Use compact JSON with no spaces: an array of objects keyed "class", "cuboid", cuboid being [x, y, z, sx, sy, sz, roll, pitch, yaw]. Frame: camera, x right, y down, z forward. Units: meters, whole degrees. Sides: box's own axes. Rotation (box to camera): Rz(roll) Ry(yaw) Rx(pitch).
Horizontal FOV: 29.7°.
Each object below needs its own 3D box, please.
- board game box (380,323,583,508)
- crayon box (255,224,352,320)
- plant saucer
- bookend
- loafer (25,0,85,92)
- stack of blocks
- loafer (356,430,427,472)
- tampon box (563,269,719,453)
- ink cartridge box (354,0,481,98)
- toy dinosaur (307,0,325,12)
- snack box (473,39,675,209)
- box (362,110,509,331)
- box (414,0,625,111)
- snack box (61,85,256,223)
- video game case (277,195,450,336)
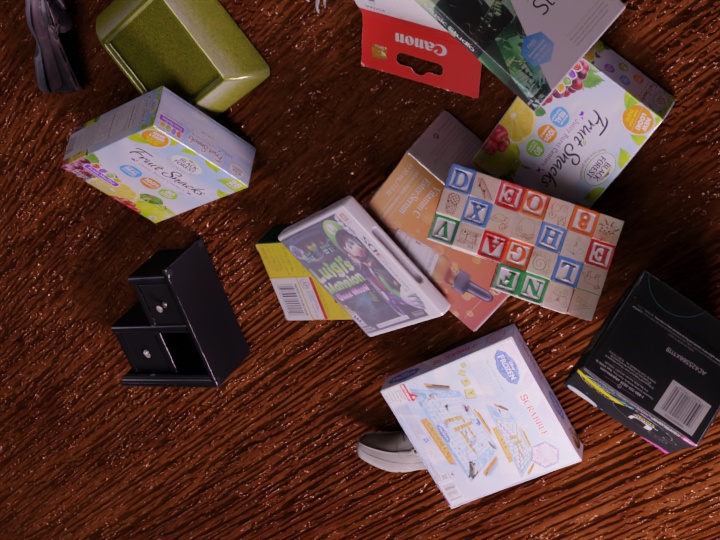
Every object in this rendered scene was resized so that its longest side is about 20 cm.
[{"class":"board game box","cuboid":[0.159,0.194,1.776,0.198,0.041,0.201,-23,108,23]},{"class":"crayon box","cuboid":[-0.030,0.002,1.796,0.198,0.051,0.128,-1,122,35]},{"class":"plant saucer","cuboid":[-0.241,-0.278,1.733,0.199,0.048,0.201,-29,104,44]},{"class":"bookend","cuboid":[-0.292,0.064,1.991,0.197,0.092,0.202,-2,120,35]},{"class":"loafer","cuboid":[-0.402,-0.322,1.806,0.062,0.072,0.201,9,135,4]},{"class":"stack of blocks","cuboid":[0.175,-0.030,1.493,0.198,0.059,0.116,19,90,1]},{"class":"loafer","cuboid":[0.085,0.242,1.890,0.198,0.070,0.070,1,119,24]},{"class":"tampon box","cuboid":[0.329,0.109,1.515,0.149,0.127,0.200,34,173,9]},{"class":"ink cartridge box","cuboid":[0.062,-0.291,1.519,0.160,0.050,0.202,20,129,21]},{"class":"toy dinosaur","cuboid":[-0.047,-0.380,1.487,0.102,0.077,0.200,41,160,4]},{"class":"snack box","cuboid":[0.232,-0.154,1.500,0.142,0.053,0.200,37,135,3]},{"class":"box","cuboid":[0.118,-0.058,1.612,0.200,0.106,0.153,40,135,2]},{"class":"box","cuboid":[0.154,-0.285,1.396,0.200,0.145,0.036,41,169,0]},{"class":"snack box","cuboid":[-0.265,-0.148,1.783,0.199,0.068,0.168,-18,142,41]},{"class":"video game case","cuboid":[0.000,0.000,1.673,0.182,0.023,0.200,47,154,-11]}]
